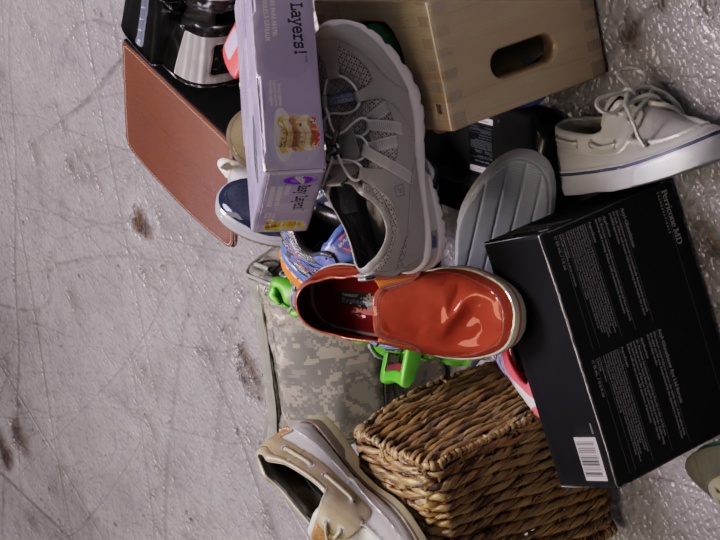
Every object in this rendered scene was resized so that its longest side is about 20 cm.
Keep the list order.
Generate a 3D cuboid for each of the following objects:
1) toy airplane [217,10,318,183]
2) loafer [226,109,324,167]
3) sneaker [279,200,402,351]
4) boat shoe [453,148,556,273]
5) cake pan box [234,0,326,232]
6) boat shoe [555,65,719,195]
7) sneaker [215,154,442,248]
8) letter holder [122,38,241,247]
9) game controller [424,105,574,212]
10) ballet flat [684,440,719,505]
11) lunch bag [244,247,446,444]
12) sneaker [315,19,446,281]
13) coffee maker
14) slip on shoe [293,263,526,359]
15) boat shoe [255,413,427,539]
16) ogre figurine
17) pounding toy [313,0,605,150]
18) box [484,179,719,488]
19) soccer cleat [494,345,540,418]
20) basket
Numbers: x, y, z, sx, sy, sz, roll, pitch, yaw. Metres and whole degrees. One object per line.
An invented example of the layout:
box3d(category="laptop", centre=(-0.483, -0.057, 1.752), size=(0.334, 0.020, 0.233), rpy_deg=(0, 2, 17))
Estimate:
box3d(category="toy airplane", centre=(-0.045, -0.139, 1.861), size=(0.198, 0.141, 0.201), rpy_deg=(-5, 89, 38))
box3d(category="loafer", centre=(-0.018, -0.143, 1.768), size=(0.076, 0.199, 0.067), rpy_deg=(59, 175, -9))
box3d(category="sneaker", centre=(0.000, 0.000, 1.689), size=(0.199, 0.075, 0.079), rpy_deg=(26, 151, 36))
box3d(category="boat shoe", centre=(0.109, -0.023, 1.690), size=(0.072, 0.062, 0.201), rpy_deg=(20, 127, 1))
box3d(category="cake pan box", centre=(-0.063, -0.144, 1.566), size=(0.184, 0.052, 0.201), rpy_deg=(118, 148, -74))
box3d(category="boat shoe", centre=(0.205, -0.109, 1.563), size=(0.202, 0.074, 0.087), rpy_deg=(-4, 103, 68))
box3d(category="sneaker", centre=(-0.025, -0.071, 1.779), size=(0.109, 0.199, 0.070), rpy_deg=(94, -176, -56))
box3d(category="letter holder", centre=(-0.141, -0.135, 2.061), size=(0.200, 0.100, 0.143), rpy_deg=(43, 143, 36))
box3d(category="game controller", centre=(0.110, -0.095, 1.757), size=(0.200, 0.042, 0.105), rpy_deg=(20, 111, 51))
box3d(category="ballet flat", centre=(0.303, 0.155, 1.557), size=(0.067, 0.064, 0.200), rpy_deg=(27, 153, -19))
box3d(category="lunch bag", centre=(-0.024, 0.062, 1.929), size=(0.139, 0.167, 0.201), rpy_deg=(26, 130, 49))
box3d(category="sneaker", centre=(0.004, -0.088, 1.543), size=(0.075, 0.082, 0.201), rpy_deg=(-14, 98, 45))
box3d(category="coffee maker", centre=(-0.153, -0.304, 1.972), size=(0.201, 0.134, 0.193), rpy_deg=(104, 157, -44))
box3d(category="slip on shoe", centre=(0.036, 0.032, 1.601), size=(0.199, 0.061, 0.075), rpy_deg=(7, 105, 32))
box3d(category="boat shoe", centre=(-0.012, 0.205, 1.704), size=(0.200, 0.068, 0.075), rpy_deg=(47, 142, 34))
box3d(category="ogre figurine", centre=(0.032, 0.045, 1.797), size=(0.200, 0.098, 0.120), rpy_deg=(35, 179, -25))
box3d(category="pounding toy", centre=(0.056, -0.158, 1.633), size=(0.184, 0.199, 0.143), rpy_deg=(11, 118, 55))
box3d(category="box", centre=(0.195, 0.048, 1.598), size=(0.079, 0.141, 0.201), rpy_deg=(-7, 102, 59))
box3d(category="soccer cleat", centre=(0.142, 0.066, 1.711), size=(0.073, 0.068, 0.200), rpy_deg=(50, -175, -25))
box3d(category="basket", centre=(0.099, 0.178, 1.773), size=(0.142, 0.199, 0.150), rpy_deg=(17, 124, 51))
